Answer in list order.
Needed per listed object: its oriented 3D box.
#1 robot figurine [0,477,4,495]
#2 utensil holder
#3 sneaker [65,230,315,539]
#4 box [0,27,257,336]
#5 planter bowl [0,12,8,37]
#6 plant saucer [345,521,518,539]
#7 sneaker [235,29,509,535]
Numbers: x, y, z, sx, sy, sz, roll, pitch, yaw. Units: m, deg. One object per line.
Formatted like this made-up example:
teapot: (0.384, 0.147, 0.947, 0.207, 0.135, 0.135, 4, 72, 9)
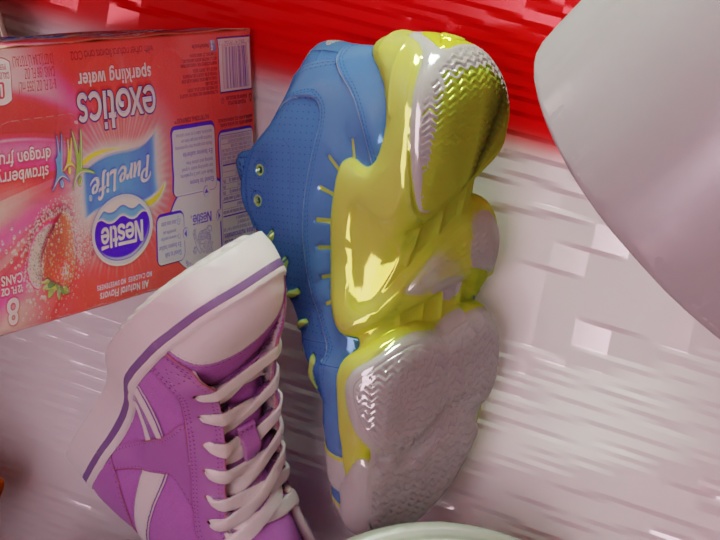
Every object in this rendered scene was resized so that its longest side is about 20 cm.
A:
robot figurine: (-0.255, 0.081, 0.973, 0.200, 0.058, 0.145, 35, 134, 18)
utensil holder: (0.178, -0.083, 0.684, 0.200, 0.170, 0.170, -43, 78, 27)
sneaker: (-0.046, 0.067, 0.840, 0.114, 0.073, 0.201, 50, 152, 12)
box: (-0.125, -0.039, 0.822, 0.095, 0.200, 0.103, 1, 99, 25)
planter bowl: (-0.264, -0.071, 0.909, 0.135, 0.200, 0.201, 1, 99, 54)
plant saucer: (0.035, 0.193, 0.785, 0.050, 0.200, 0.200, -17, 90, 65)
sneaker: (0.000, 0.000, 0.848, 0.105, 0.076, 0.200, 19, 104, 40)
